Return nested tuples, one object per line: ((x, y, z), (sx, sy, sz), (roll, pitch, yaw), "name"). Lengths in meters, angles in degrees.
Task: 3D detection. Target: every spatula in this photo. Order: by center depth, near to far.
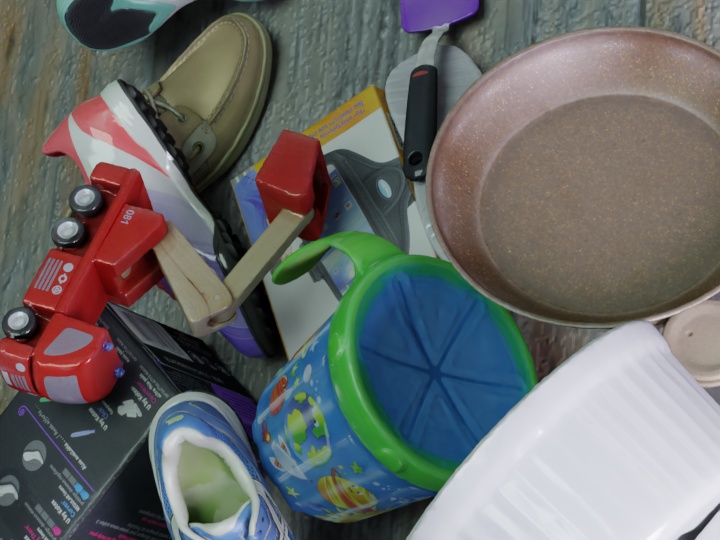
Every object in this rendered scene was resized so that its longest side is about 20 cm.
((0.042, -0.129, 1.475), (0.056, 0.021, 0.201), (-13, 43, 22), "spatula")

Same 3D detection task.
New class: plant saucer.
((0.136, -0.045, 1.322), (0.198, 0.037, 0.202), (-6, 55, 9), "plant saucer")

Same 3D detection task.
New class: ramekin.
((0.115, 0.132, 1.238), (0.098, 0.200, 0.201), (42, 100, 18), "ramekin")

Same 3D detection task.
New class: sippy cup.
((0.011, 0.078, 1.368), (0.130, 0.139, 0.179), (-36, 43, 46), "sippy cup")

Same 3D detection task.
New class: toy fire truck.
((-0.113, -0.001, 1.434), (0.140, 0.049, 0.201), (15, 61, 19), "toy fire truck")

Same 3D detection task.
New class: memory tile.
((0.184, -0.035, 1.339), (0.153, 0.017, 0.200), (-35, 57, -11), "memory tile")

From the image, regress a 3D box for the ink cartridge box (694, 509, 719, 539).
((0.191, 0.227, 1.197), (0.200, 0.085, 0.146), (-52, 52, 15), "ink cartridge box")

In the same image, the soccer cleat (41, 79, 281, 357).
((-0.122, -0.021, 1.522), (0.073, 0.068, 0.201), (-33, 85, 3), "soccer cleat")

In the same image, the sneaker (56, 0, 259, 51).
((-0.113, -0.235, 1.619), (0.198, 0.078, 0.141), (-17, 43, 6), "sneaker")

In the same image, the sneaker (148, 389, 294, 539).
((-0.071, 0.167, 1.373), (0.075, 0.077, 0.201), (-27, 90, 2), "sneaker")

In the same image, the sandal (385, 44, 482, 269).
((0.070, -0.060, 1.450), (0.079, 0.059, 0.207), (-25, 39, 7), "sandal")

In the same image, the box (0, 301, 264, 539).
((-0.163, 0.135, 1.498), (0.200, 0.122, 0.106), (-52, 54, 8), "box")

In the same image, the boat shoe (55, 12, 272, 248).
((-0.129, -0.084, 1.583), (0.072, 0.065, 0.201), (38, 97, 36), "boat shoe")

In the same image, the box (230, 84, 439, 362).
((0.000, 0.000, 1.484), (0.119, 0.041, 0.201), (-33, 57, 22), "box")
